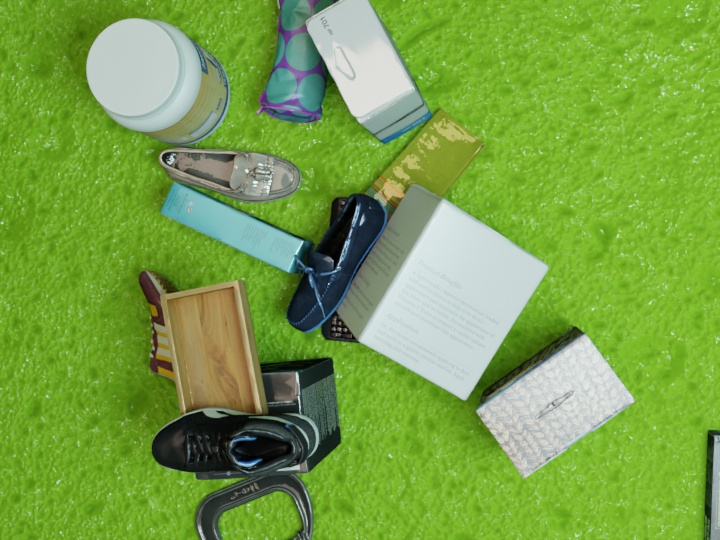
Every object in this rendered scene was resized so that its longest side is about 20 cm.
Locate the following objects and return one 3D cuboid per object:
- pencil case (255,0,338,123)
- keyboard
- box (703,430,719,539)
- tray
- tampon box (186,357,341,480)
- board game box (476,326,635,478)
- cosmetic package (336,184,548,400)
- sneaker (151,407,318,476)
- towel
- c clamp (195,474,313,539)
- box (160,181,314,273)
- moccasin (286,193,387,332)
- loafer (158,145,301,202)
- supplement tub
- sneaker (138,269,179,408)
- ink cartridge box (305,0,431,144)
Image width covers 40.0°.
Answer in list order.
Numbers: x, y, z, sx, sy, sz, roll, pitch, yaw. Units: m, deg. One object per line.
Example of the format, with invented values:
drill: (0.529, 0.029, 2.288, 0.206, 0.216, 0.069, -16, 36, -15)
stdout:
pencil case: (-0.084, -0.305, 1.353, 0.092, 0.085, 0.201, 8, 90, -7)
keyboard: (0.000, 0.000, 1.359, 0.104, 0.040, 0.201, 4, 91, 10)
box: (0.527, 0.311, 1.269, 0.160, 0.044, 0.201, 1, 90, 9)
tray: (-0.171, 0.119, 1.185, 0.098, 0.037, 0.201, -11, 88, 10)
tampon box: (-0.121, 0.189, 1.294, 0.149, 0.200, 0.127, -6, 88, 10)
board game box: (0.239, 0.158, 1.238, 0.159, 0.200, 0.097, -36, 84, 6)
cosmetic package: (0.097, 0.023, 1.256, 0.165, 0.165, 0.200, 31, 94, -16)
sneaker: (-0.154, 0.192, 1.106, 0.199, 0.112, 0.073, -7, 87, 10)
towel: (0.076, -0.122, 1.342, 0.086, 0.018, 0.200, 40, 85, 7)
c clamp: (-0.146, 0.377, 1.387, 0.200, 0.027, 0.171, -29, 80, 9)
box: (-0.168, -0.058, 1.364, 0.200, 0.082, 0.049, 25, 93, 8)
moccasin: (-0.046, -0.016, 1.298, 0.080, 0.068, 0.200, 28, 89, 43)
loafer: (-0.185, -0.136, 1.377, 0.199, 0.063, 0.072, 9, 90, 9)
supplement tub: (-0.267, -0.250, 1.322, 0.144, 0.200, 0.145, 0, 89, 9)
sneaker: (-0.271, 0.096, 1.383, 0.090, 0.075, 0.200, -34, 83, 4)
ink cartridge box: (0.016, -0.256, 1.277, 0.086, 0.200, 0.147, -28, 86, 8)
